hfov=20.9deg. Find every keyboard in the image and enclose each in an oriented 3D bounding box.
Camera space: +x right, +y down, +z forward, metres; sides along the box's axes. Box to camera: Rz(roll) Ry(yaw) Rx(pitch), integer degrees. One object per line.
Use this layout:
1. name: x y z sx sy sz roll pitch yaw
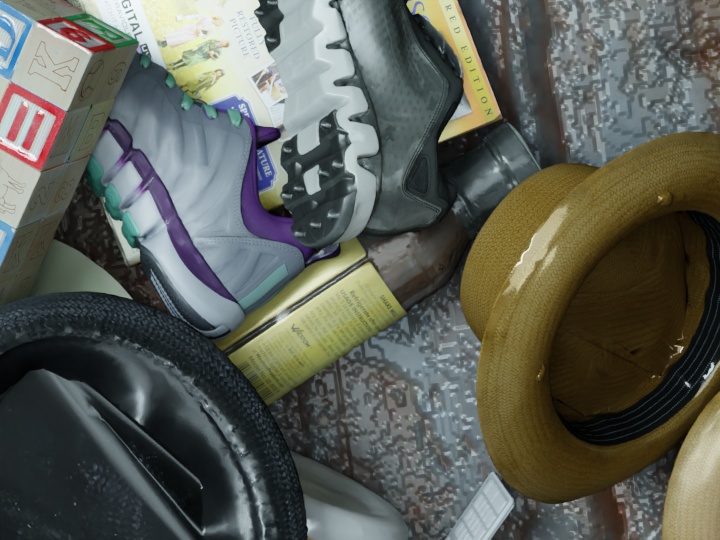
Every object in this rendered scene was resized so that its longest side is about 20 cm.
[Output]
1. keyboard: 0.015 0.188 0.964 0.011 0.056 0.200 34 93 -3

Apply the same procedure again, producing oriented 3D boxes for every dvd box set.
1. dvd box set: -0.048 -0.105 0.955 0.200 0.029 0.147 -22 93 2

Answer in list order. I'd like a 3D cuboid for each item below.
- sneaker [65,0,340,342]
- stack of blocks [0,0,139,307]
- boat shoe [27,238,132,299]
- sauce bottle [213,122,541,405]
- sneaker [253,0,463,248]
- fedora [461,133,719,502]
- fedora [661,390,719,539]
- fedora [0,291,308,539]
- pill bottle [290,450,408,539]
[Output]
1. sneaker: -0.093 -0.068 0.913 0.087 0.074 0.200 -32 92 -10
2. stack of blocks: -0.194 -0.037 0.862 0.115 0.059 0.200 28 106 8
3. boat shoe: -0.174 0.013 0.941 0.200 0.063 0.071 38 66 1
4. sauce bottle: 0.000 0.000 0.947 0.200 0.065 0.065 -32 94 2
5. sneaker: 0.004 -0.104 0.909 0.090 0.066 0.201 5 72 -35
6. fedora: 0.108 0.011 0.906 0.082 0.200 0.201 37 94 39
7. fedora: 0.234 0.127 0.947 0.200 0.082 0.201 0 96 0
8. fedora: -0.121 0.113 0.850 0.200 0.092 0.201 4 76 -18
9. pill bottle: -0.065 0.189 0.935 0.116 0.116 0.200 23 93 -2
